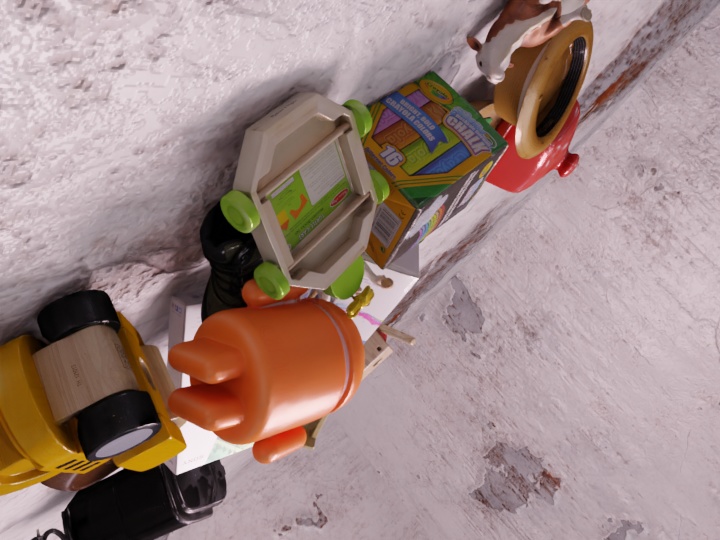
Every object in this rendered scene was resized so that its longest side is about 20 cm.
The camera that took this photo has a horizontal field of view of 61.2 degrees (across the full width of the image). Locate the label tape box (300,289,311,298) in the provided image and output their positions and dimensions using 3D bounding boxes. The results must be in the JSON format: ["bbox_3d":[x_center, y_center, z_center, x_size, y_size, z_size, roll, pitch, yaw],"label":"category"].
[{"bbox_3d":[-0.120,0.051,0.815,0.199,0.066,0.144,-35,166,-29],"label":"label tape box"}]

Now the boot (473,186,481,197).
[{"bbox_3d":[0.124,-0.124,0.856,0.200,0.075,0.097,-44,-178,46],"label":"boot"}]

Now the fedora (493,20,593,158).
[{"bbox_3d":[0.234,-0.252,0.810,0.200,0.081,0.202,-41,146,-35],"label":"fedora"}]

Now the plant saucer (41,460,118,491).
[{"bbox_3d":[-0.334,0.236,0.836,0.200,0.035,0.200,-42,169,-10],"label":"plant saucer"}]

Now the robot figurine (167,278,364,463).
[{"bbox_3d":[-0.075,0.088,0.557,0.199,0.145,0.116,-7,153,-49],"label":"robot figurine"}]

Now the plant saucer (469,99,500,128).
[{"bbox_3d":[0.127,-0.179,0.892,0.200,0.035,0.200,-41,168,-11],"label":"plant saucer"}]

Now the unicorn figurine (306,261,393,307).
[{"bbox_3d":[-0.030,-0.014,0.672,0.073,0.137,0.202,-27,128,-22],"label":"unicorn figurine"}]

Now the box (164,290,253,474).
[{"bbox_3d":[-0.148,0.116,0.690,0.143,0.036,0.203,-9,115,-44],"label":"box"}]

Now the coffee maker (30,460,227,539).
[{"bbox_3d":[-0.322,0.349,0.894,0.199,0.136,0.192,-30,-175,19],"label":"coffee maker"}]

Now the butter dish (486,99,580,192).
[{"bbox_3d":[0.291,-0.209,1.001,0.200,0.147,0.200,-53,175,-31],"label":"butter dish"}]

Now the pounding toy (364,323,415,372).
[{"bbox_3d":[-0.004,0.121,1.169,0.142,0.184,0.200,-42,169,-3],"label":"pounding toy"}]

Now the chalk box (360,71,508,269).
[{"bbox_3d":[0.067,-0.122,0.677,0.199,0.124,0.125,-37,167,-32],"label":"chalk box"}]

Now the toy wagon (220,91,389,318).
[{"bbox_3d":[-0.036,-0.044,0.525,0.155,0.039,0.202,-45,134,-32],"label":"toy wagon"}]

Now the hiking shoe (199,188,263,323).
[{"bbox_3d":[-0.117,-0.019,0.557,0.100,0.076,0.202,-8,130,-56],"label":"hiking shoe"}]

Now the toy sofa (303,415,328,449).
[{"bbox_3d":[-0.069,0.147,0.820,0.098,0.082,0.201,-83,-167,-45],"label":"toy sofa"}]

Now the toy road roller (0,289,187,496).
[{"bbox_3d":[-0.241,0.115,0.508,0.145,0.124,0.200,-26,163,-11],"label":"toy road roller"}]

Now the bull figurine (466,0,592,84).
[{"bbox_3d":[0.205,-0.285,0.654,0.200,0.065,0.121,-48,-157,-15],"label":"bull figurine"}]

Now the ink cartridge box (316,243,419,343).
[{"bbox_3d":[0.000,0.000,0.825,0.201,0.084,0.146,125,-23,-45],"label":"ink cartridge box"}]
